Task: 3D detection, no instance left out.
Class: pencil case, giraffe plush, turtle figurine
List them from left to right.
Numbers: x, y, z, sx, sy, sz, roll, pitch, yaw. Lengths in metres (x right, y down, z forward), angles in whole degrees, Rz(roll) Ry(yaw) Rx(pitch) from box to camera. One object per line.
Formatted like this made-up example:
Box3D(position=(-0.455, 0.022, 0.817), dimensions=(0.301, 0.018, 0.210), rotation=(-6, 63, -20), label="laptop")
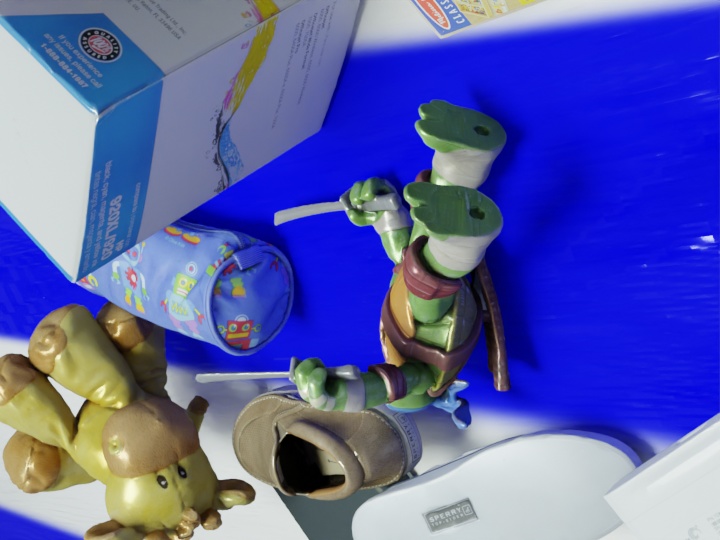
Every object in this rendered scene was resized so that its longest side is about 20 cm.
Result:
Box3D(position=(-0.172, 0.136, 0.994), dimensions=(0.162, 0.172, 0.201), rotation=(36, 162, 54), label="giraffe plush")
Box3D(position=(-0.138, -0.005, 0.960), dimensions=(0.199, 0.078, 0.088), rotation=(19, 124, 41), label="pencil case")
Box3D(position=(0.000, 0.000, 0.747), dimensions=(0.200, 0.144, 0.195), rotation=(40, 138, 16), label="turtle figurine")

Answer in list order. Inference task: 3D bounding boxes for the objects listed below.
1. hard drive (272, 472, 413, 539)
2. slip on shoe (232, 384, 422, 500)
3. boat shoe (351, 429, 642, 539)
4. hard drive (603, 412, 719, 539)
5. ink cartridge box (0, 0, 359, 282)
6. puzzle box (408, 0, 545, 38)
Box3D(position=(0.009, 0.192, 0.978), dimensions=(0.201, 0.033, 0.139), rotation=(55, 145, 2), label="hard drive")
Box3D(position=(-0.040, 0.124, 0.901), dimensions=(0.199, 0.060, 0.077), rotation=(-6, 108, 52), label="slip on shoe")
Box3D(position=(0.087, 0.134, 0.815), dimensions=(0.199, 0.065, 0.074), rotation=(-16, 94, 32), label="boat shoe")
Box3D(position=(0.234, 0.164, 0.681), dimensions=(0.201, 0.027, 0.132), rotation=(51, 134, 8), label="hard drive")
Box3D(position=(-0.121, -0.127, 0.740), dimensions=(0.147, 0.199, 0.145), rotation=(43, 145, 16), label="ink cartridge box")
Box3D(position=(0.028, -0.194, 0.577), dimensions=(0.132, 0.026, 0.200), rotation=(-11, 134, 45), label="puzzle box")
